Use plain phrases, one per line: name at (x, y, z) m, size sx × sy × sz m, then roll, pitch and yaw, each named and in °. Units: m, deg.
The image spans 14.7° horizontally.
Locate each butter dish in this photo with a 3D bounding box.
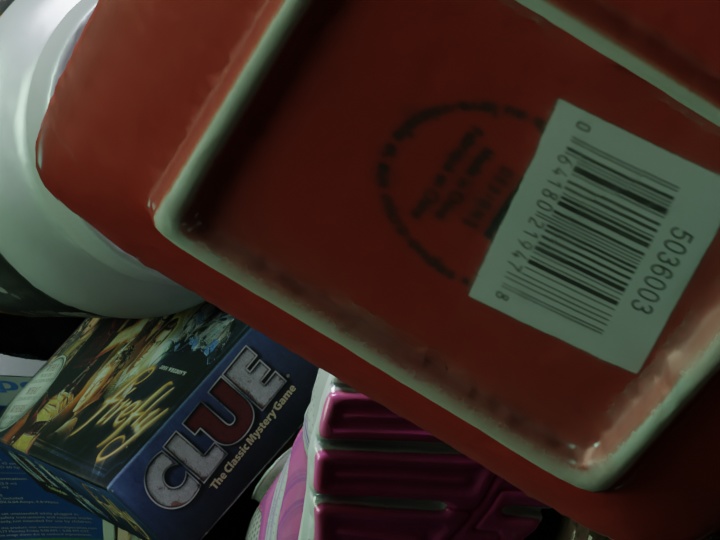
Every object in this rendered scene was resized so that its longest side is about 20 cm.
butter dish at (0.053, -0.060, 0.667) m, size 0.200 × 0.199 × 0.148 m, roll -55°, pitch 5°, yaw 47°

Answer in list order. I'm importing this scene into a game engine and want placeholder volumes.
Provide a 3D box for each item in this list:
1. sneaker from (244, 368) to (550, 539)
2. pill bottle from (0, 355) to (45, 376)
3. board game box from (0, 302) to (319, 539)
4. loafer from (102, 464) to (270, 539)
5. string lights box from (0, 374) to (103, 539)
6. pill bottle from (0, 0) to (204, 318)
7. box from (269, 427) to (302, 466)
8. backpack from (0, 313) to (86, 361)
sneaker at (0.005, 0.068, 0.832) m, size 0.088 × 0.081 × 0.201 m, roll -123°, pitch 49°, yaw -64°
pill bottle at (-0.190, 0.066, 1.384) m, size 0.200 × 0.112 × 0.113 m, roll 137°, pitch 142°, yaw -60°
board game box at (-0.052, 0.024, 0.942) m, size 0.136 × 0.035 × 0.200 m, roll -48°, pitch 15°, yaw -12°
loafer at (-0.054, 0.114, 0.980) m, size 0.201 × 0.072 × 0.063 m, roll -103°, pitch 32°, yaw -42°
string lights box at (-0.132, 0.112, 1.132) m, size 0.200 × 0.102 × 0.059 m, roll -127°, pitch 46°, yaw -56°
pill bottle at (-0.084, -0.042, 0.910) m, size 0.200 × 0.116 × 0.117 m, roll 177°, pitch 105°, yaw -68°
box at (0.000, 0.000, 0.992) m, size 0.200 × 0.021 × 0.165 m, roll 177°, pitch 104°, yaw -71°
backpack at (-0.117, -0.067, 1.117) m, size 0.190 × 0.153 × 0.201 m, roll 42°, pitch 116°, yaw 61°
